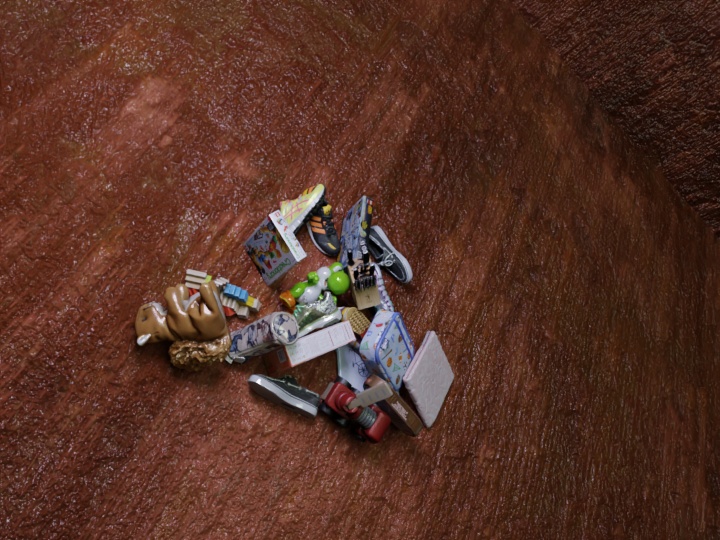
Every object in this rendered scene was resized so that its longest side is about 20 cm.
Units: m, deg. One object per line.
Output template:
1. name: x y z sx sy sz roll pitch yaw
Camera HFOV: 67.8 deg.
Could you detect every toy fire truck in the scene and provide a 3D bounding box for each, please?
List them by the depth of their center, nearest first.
1. toy fire truck: 0.016 0.337 1.304 0.175 0.199 0.130 41 72 -17

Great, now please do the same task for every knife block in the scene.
1. knife block: 0.000 0.000 1.394 0.062 0.200 0.180 -13 107 -5

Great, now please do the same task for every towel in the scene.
1. towel: 0.194 0.306 1.520 0.192 0.032 0.202 -54 130 -38

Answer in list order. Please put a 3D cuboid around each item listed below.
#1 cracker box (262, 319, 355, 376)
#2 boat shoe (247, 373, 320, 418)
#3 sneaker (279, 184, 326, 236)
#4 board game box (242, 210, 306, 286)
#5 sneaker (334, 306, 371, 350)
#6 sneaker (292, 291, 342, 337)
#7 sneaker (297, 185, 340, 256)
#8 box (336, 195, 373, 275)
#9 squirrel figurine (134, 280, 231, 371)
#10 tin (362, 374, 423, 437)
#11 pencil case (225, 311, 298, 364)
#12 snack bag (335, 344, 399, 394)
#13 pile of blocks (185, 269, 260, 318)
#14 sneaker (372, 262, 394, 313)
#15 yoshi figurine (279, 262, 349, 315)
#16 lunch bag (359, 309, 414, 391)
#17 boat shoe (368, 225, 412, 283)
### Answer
1. cracker box: -0.126 0.191 1.327 0.197 0.133 0.059 -17 81 -38
2. boat shoe: -0.182 0.289 1.296 0.199 0.070 0.065 36 56 -28
3. sneaker: -0.173 -0.164 1.431 0.090 0.078 0.200 43 88 6
4. board game box: -0.215 -0.051 1.319 0.034 0.199 0.128 -32 90 -35
5. sneaker: -0.010 0.169 1.441 0.075 0.089 0.202 -54 127 -32
6. sneaker: -0.144 0.108 1.324 0.196 0.077 0.091 -21 102 -22
7. sneaker: -0.105 -0.140 1.499 0.069 0.090 0.203 -25 87 -38
8. box: -0.018 -0.090 1.510 0.039 0.137 0.204 19 62 -22
9. squirrel figurine: -0.383 0.132 1.156 0.183 0.141 0.204 -18 101 -10
10. tin: 0.083 0.353 1.393 0.042 0.112 0.201 -44 100 -18
11. pencil case: -0.227 0.156 1.228 0.078 0.198 0.091 41 43 -29
12. snack bag: 0.018 0.281 1.463 0.196 0.021 0.193 7 68 -29
13. pile of blocks: -0.328 0.066 1.270 0.197 0.082 0.063 25 59 -25
14. sneaker: 0.034 0.082 1.535 0.086 0.075 0.204 -13 73 -18
15. yoshi figurine: -0.105 0.052 1.393 0.199 0.113 0.112 -38 83 -26
16. lunch bag: 0.076 0.206 1.416 0.161 0.074 0.202 -56 140 -33
17. boat shoe: 0.076 -0.040 1.594 0.068 0.073 0.201 -35 93 -42
